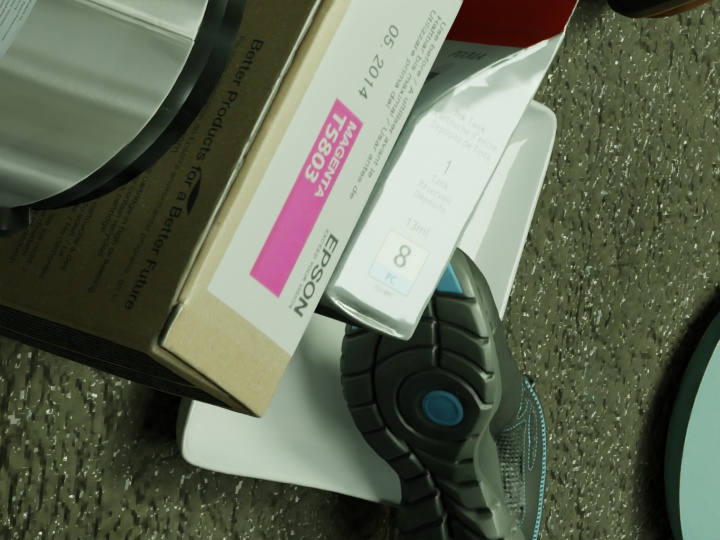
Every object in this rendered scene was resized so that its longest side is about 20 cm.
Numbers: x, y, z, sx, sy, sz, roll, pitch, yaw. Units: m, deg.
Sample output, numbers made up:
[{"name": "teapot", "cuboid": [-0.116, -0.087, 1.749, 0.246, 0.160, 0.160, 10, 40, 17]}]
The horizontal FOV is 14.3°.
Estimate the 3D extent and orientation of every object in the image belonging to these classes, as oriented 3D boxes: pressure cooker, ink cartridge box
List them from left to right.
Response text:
[{"name": "pressure cooker", "cuboid": [-0.135, -0.107, 0.953, 0.200, 0.175, 0.179, 16, 62, -55]}, {"name": "ink cartridge box", "cuboid": [-0.070, -0.063, 1.066, 0.075, 0.164, 0.200, 40, 72, -49]}, {"name": "ink cartridge box", "cuboid": [0.013, -0.079, 1.128, 0.047, 0.160, 0.200, 28, 84, -25]}]

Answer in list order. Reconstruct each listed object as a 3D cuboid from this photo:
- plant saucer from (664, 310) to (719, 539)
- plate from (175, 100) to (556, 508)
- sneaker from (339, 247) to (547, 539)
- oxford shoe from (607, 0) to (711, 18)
[{"name": "plant saucer", "cuboid": [0.225, 0.085, 1.601, 0.200, 0.027, 0.201, -23, 121, -46]}, {"name": "plate", "cuboid": [0.000, 0.000, 1.285, 0.200, 0.032, 0.200, 17, 89, -52]}, {"name": "sneaker", "cuboid": [0.042, 0.059, 1.291, 0.082, 0.073, 0.200, -59, 149, -45]}, {"name": "oxford shoe", "cuboid": [0.204, -0.163, 1.355, 0.071, 0.200, 0.072, 28, 49, -40]}]
